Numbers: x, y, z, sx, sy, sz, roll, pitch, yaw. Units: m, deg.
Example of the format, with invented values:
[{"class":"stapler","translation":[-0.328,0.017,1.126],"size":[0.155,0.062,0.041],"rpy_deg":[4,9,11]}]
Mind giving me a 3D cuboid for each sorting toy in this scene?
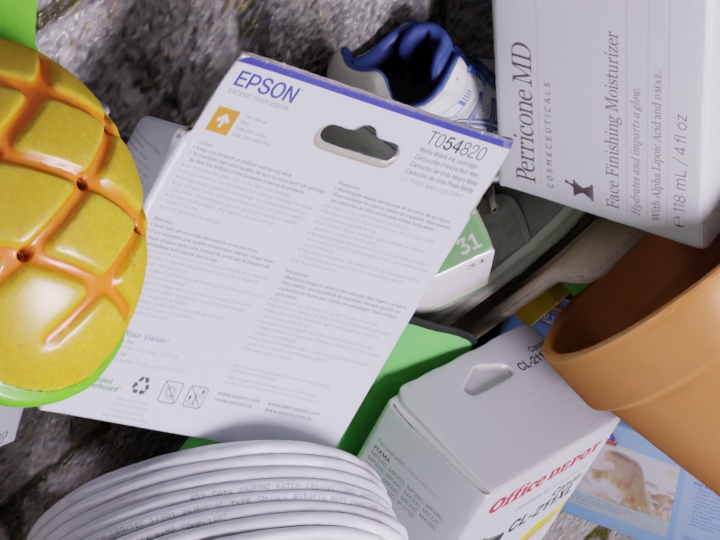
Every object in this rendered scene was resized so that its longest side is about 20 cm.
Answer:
[{"class":"sorting toy","translation":[0.150,-0.028,1.504],"size":[0.185,0.037,0.200],"rpy_deg":[-43,-175,-23]}]

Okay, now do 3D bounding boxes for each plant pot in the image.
[{"class":"plant pot","translation":[0.222,0.038,1.411],"size":[0.200,0.140,0.200],"rpy_deg":[-39,-172,6]}]

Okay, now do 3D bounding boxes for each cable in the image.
[{"class":"cable","translation":[-0.073,0.149,1.299],"size":[0.199,0.070,0.200],"rpy_deg":[-25,153,26]}]

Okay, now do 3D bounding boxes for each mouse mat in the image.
[{"class":"mouse mat","translation":[-0.028,0.083,1.375],"size":[0.161,0.008,0.200],"rpy_deg":[-51,151,13]}]

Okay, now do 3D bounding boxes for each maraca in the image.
[{"class":"maraca","translation":[-0.151,-0.043,1.006],"size":[0.107,0.201,0.137],"rpy_deg":[-17,-179,36]}]

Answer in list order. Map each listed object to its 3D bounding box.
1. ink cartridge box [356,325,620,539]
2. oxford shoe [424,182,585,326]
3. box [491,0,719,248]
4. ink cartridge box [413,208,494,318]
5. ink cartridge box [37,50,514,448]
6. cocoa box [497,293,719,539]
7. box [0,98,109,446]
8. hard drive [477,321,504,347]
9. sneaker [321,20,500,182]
[{"class":"ink cartridge box","translation":[0.046,0.146,1.465],"size":[0.145,0.083,0.200],"rpy_deg":[-24,151,-47]},{"class":"oxford shoe","translation":[0.076,-0.029,1.477],"size":[0.200,0.058,0.075],"rpy_deg":[-39,-166,28]},{"class":"box","translation":[0.171,-0.159,1.366],"size":[0.200,0.130,0.200],"rpy_deg":[-51,149,-37]},{"class":"ink cartridge box","translation":[0.000,0.000,1.351],"size":[0.145,0.048,0.200],"rpy_deg":[-26,169,-5]},{"class":"ink cartridge box","translation":[-0.045,-0.009,1.216],"size":[0.199,0.041,0.201],"rpy_deg":[15,112,-45]},{"class":"cocoa box","translation":[0.186,0.085,1.603],"size":[0.134,0.199,0.132],"rpy_deg":[90,23,-55]},{"class":"box","translation":[-0.202,0.016,1.133],"size":[0.156,0.041,0.201],"rpy_deg":[-23,141,-46]},{"class":"hard drive","translation":[0.098,-0.023,1.621],"size":[0.139,0.033,0.201],"rpy_deg":[-39,152,-29]},{"class":"sneaker","translation":[0.046,-0.096,1.381],"size":[0.200,0.075,0.088],"rpy_deg":[-23,142,-49]}]
